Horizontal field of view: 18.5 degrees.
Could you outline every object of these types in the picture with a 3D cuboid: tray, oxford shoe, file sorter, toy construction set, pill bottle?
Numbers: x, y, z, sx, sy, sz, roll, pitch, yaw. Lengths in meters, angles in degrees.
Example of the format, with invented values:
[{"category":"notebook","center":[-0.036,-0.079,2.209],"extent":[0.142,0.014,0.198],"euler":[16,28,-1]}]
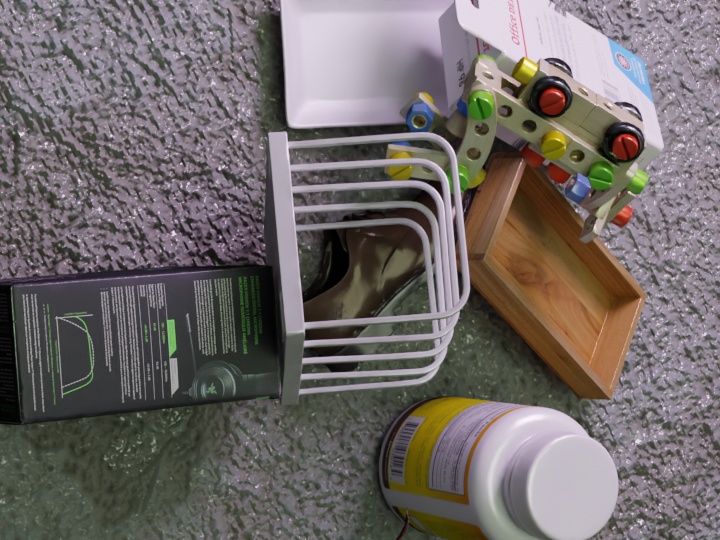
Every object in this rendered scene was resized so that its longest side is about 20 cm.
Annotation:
[{"category":"tray","center":[0.147,0.006,1.706],"extent":[0.200,0.037,0.099],"euler":[45,57,-39]},{"category":"tray","center":[0.027,-0.165,1.693],"extent":[0.200,0.022,0.107],"euler":[-4,92,-27]},{"category":"oxford shoe","center":[0.021,-0.022,1.665],"extent":[0.084,0.073,0.200],"euler":[45,70,-16]},{"category":"file sorter","center":[0.000,0.000,1.526],"extent":[0.124,0.200,0.139],"euler":[-4,74,-5]},{"category":"toy construction set","center":[0.128,-0.083,1.584],"extent":[0.200,0.092,0.131],"euler":[23,120,-25]},{"category":"pill bottle","center":[0.103,0.152,1.635],"extent":[0.109,0.200,0.109],"euler":[-1,91,-27]}]

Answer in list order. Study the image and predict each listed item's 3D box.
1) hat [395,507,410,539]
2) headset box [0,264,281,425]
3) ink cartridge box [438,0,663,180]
[{"category":"hat","center":[-0.063,0.297,1.647],"extent":[0.200,0.176,0.166],"euler":[-1,124,7]},{"category":"headset box","center":[-0.169,0.046,1.509],"extent":[0.200,0.174,0.093],"euler":[-5,92,-29]},{"category":"ink cartridge box","center":[0.127,-0.150,1.665],"extent":[0.200,0.067,0.116],"euler":[28,35,-25]}]
